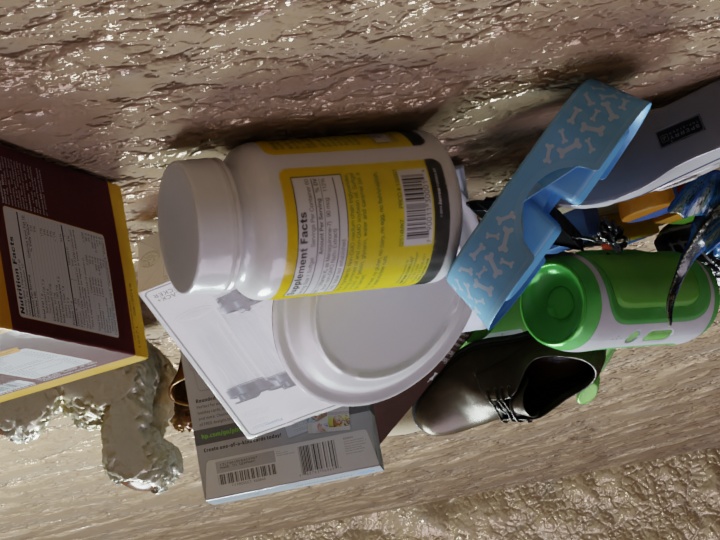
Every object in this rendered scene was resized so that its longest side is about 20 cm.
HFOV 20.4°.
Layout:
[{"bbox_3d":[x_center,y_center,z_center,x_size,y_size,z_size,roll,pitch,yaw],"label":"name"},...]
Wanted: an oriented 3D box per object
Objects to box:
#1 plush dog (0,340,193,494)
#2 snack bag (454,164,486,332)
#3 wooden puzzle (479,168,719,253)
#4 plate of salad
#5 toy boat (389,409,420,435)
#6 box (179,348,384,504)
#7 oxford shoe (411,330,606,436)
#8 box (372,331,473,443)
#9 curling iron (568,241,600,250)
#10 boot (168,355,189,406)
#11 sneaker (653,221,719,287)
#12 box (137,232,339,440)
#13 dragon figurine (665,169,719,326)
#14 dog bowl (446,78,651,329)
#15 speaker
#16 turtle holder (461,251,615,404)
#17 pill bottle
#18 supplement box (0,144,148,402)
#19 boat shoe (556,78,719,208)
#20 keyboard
[{"bbox_3d":[-0.231,0.100,1.842,0.199,0.161,0.172,20,-178,4],"label":"plush dog"},{"bbox_3d":[0.000,0.000,1.637,0.199,0.021,0.189,-12,134,3],"label":"snack bag"},{"bbox_3d":[0.231,-0.053,1.737,0.185,0.047,0.199,-22,163,36],"label":"wooden puzzle"},{"bbox_3d":[0.011,0.011,1.571,0.199,0.201,0.048,-1,-158,-36],"label":"plate of salad"},{"bbox_3d":[-0.004,0.099,2.057,0.199,0.131,0.130,0,-167,-37],"label":"toy boat"},{"bbox_3d":[-0.074,0.089,1.726,0.155,0.201,0.041,-12,167,3],"label":"box"},{"bbox_3d":[0.129,0.104,1.791,0.199,0.073,0.085,-29,-155,24],"label":"oxford shoe"},{"bbox_3d":[0.018,0.080,1.787,0.200,0.075,0.100,-50,157,8],"label":"box"},{"bbox_3d":[0.161,-0.027,1.825,0.199,0.026,0.049,2,164,-45],"label":"curling iron"},{"bbox_3d":[-0.068,0.073,1.809,0.200,0.071,0.144,-10,-152,15],"label":"boot"},{"bbox_3d":[0.357,-0.044,1.800,0.199,0.074,0.081,-15,-152,38],"label":"sneaker"},{"bbox_3d":[-0.084,0.041,1.607,0.116,0.060,0.200,-21,132,14],"label":"box"},{"bbox_3d":[0.297,-0.048,1.651,0.200,0.059,0.099,-47,153,14],"label":"dragon figurine"},{"bbox_3d":[0.133,-0.052,1.441,0.200,0.049,0.111,-54,172,5],"label":"dog bowl"},{"bbox_3d":[0.228,0.026,1.738,0.199,0.089,0.088,-1,163,-46],"label":"speaker"},{"bbox_3d":[0.178,0.036,1.873,0.185,0.132,0.141,-37,114,24],"label":"turtle holder"},{"bbox_3d":[-0.037,-0.039,1.434,0.199,0.115,0.114,-5,165,-22],"label":"pill bottle"},{"bbox_3d":[-0.289,0.012,1.388,0.196,0.134,0.200,-16,165,21],"label":"supplement box"},{"bbox_3d":[0.231,-0.090,1.535,0.199,0.074,0.065,-15,162,17],"label":"boat shoe"},{"bbox_3d":[0.159,-0.036,1.602,0.126,0.021,0.200,12,178,12],"label":"keyboard"}]
